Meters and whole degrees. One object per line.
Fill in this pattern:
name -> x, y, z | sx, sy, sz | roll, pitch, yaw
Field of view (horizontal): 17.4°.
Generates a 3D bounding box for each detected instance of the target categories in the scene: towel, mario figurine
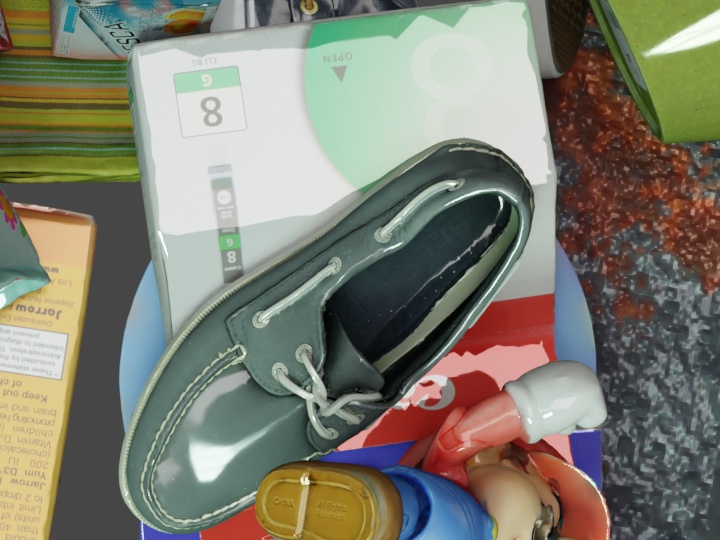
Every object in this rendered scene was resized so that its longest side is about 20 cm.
towel -> -0.135, -0.133, 0.977 | 0.086, 0.018, 0.200 | -3, 77, -30
mario figurine -> 0.039, 0.102, 0.855 | 0.123, 0.200, 0.106 | -33, 77, 27

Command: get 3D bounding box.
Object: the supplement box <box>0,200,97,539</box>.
supplement box -> -0.153, 0.074, 0.958 | 0.069, 0.067, 0.200 | 7, 84, -7

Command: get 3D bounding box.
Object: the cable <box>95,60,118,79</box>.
cable -> -0.193, -0.132, 0.975 | 0.200, 0.050, 0.097 | 43, 73, -2

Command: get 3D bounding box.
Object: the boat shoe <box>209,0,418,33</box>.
boat shoe -> -0.023, -0.138, 0.997 | 0.091, 0.071, 0.200 | -2, 92, -10

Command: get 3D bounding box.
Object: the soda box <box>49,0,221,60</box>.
soda box -> -0.097, -0.189, 0.960 | 0.064, 0.068, 0.200 | -1, 74, -13

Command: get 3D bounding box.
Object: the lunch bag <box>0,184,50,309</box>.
lunch bag -> -0.213, -0.041, 0.832 | 0.122, 0.200, 0.170 | -29, 86, 10

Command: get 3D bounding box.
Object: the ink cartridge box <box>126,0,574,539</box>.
ink cartridge box -> 0.000, 0.000, 0.935 | 0.161, 0.050, 0.200 | -8, 83, -9

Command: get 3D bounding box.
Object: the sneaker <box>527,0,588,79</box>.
sneaker -> 0.048, -0.179, 1.019 | 0.085, 0.073, 0.200 | -7, 95, 26

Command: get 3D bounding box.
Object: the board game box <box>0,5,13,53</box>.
board game box -> -0.247, -0.110, 0.946 | 0.200, 0.019, 0.103 | -16, 92, 11

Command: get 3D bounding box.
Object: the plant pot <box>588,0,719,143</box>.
plant pot -> 0.197, -0.137, 0.983 | 0.200, 0.187, 0.187 | -24, 89, 3

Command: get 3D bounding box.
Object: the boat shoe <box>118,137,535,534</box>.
boat shoe -> -0.013, 0.028, 0.892 | 0.200, 0.062, 0.073 | -42, 106, 1

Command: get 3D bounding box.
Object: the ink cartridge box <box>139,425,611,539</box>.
ink cartridge box -> 0.009, 0.168, 0.963 | 0.198, 0.043, 0.200 | -3, 99, -8

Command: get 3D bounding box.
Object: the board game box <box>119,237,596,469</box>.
board game box -> -0.002, 0.040, 0.990 | 0.200, 0.039, 0.158 | 13, 92, -11
